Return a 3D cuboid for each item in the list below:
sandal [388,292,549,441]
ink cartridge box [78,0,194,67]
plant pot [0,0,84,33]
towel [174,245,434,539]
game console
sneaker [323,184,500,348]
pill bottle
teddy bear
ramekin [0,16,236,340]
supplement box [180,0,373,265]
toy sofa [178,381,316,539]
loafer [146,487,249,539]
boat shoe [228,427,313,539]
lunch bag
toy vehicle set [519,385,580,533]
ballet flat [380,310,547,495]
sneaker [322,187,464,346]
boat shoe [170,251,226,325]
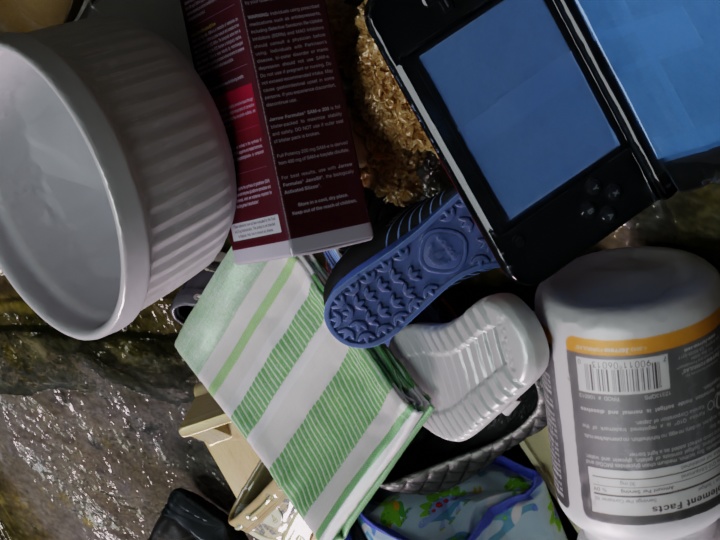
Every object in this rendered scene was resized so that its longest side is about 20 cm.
[{"bbox_3d":[0.077,0.060,1.257,0.083,0.050,0.202,68,156,2],"label":"sandal"},{"bbox_3d":[-0.149,-0.102,1.397,0.145,0.087,0.200,46,139,2],"label":"ink cartridge box"},{"bbox_3d":[-0.227,-0.248,1.340,0.200,0.027,0.201,21,117,50],"label":"plant pot"},{"bbox_3d":[-0.045,0.071,1.349,0.200,0.023,0.153,50,127,26],"label":"towel"},{"bbox_3d":[0.129,-0.110,1.117,0.201,0.172,0.119,60,166,-15],"label":"game console"},{"bbox_3d":[0.061,-0.026,1.253,0.199,0.078,0.070,-29,110,12],"label":"sneaker"},{"bbox_3d":[0.173,0.096,1.223,0.116,0.116,0.201,9,118,37],"label":"pill bottle"},{"bbox_3d":[0.024,-0.122,1.236,0.145,0.067,0.200,52,141,-3],"label":"teddy bear"},{"bbox_3d":[-0.167,-0.066,1.267,0.200,0.105,0.201,32,135,39],"label":"ramekin"},{"bbox_3d":[-0.057,-0.109,1.248,0.109,0.061,0.201,-6,97,67],"label":"supplement box"},{"bbox_3d":[-0.054,0.166,1.556,0.082,0.098,0.201,-19,111,22],"label":"toy sofa"},{"bbox_3d":[-0.095,0.265,1.655,0.200,0.073,0.073,33,180,25],"label":"loafer"},{"bbox_3d":[-0.046,0.130,1.426,0.062,0.073,0.201,16,127,-4],"label":"boat shoe"},{"bbox_3d":[0.063,0.218,1.456,0.200,0.127,0.171,19,138,54],"label":"lunch bag"},{"bbox_3d":[0.186,0.146,1.348,0.124,0.027,0.201,-19,108,49],"label":"toy vehicle set"},{"bbox_3d":[0.082,0.095,1.326,0.067,0.057,0.200,54,129,16],"label":"ballet flat"},{"bbox_3d":[0.000,0.000,1.360,0.078,0.075,0.201,-7,116,49],"label":"sneaker"},{"bbox_3d":[-0.055,0.065,1.470,0.200,0.063,0.073,35,137,12],"label":"boat shoe"}]
